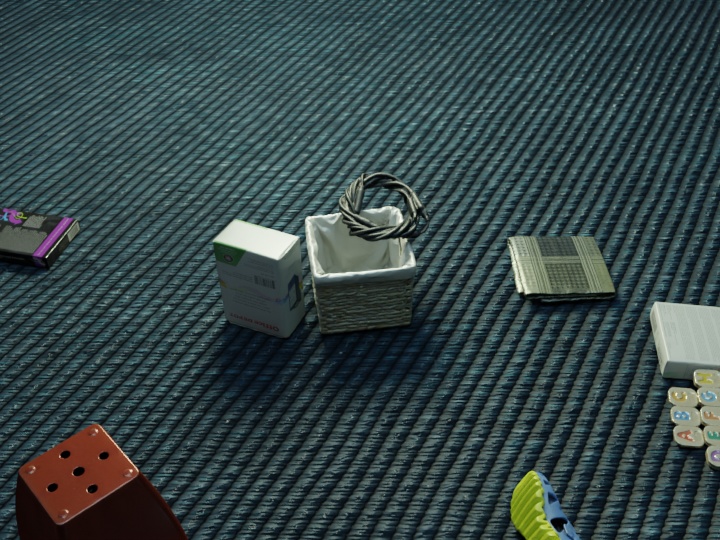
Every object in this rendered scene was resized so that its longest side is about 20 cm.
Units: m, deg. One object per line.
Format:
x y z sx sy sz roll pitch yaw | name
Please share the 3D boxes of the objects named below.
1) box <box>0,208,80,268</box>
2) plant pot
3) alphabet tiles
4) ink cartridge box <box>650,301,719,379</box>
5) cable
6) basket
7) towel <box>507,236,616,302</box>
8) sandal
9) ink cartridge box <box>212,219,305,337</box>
-0.743 -0.073 1.994 0.200 0.036 0.143 10 41 12 | box
-0.409 0.358 1.372 0.200 0.176 0.200 -31 48 -29 | plant pot
0.634 0.254 1.550 0.195 0.015 0.200 3 48 6 | alphabet tiles
0.654 0.135 1.684 0.200 0.050 0.161 6 41 2 | ink cartridge box
0.038 -0.122 1.768 0.163 0.051 0.200 -17 46 -10 | cable
0.000 0.000 1.778 0.200 0.161 0.198 -7 41 -5 | basket
0.411 -0.003 1.867 0.192 0.035 0.200 0 39 -2 | towel
0.291 0.395 1.386 0.087 0.080 0.200 22 30 -20 | sandal
-0.192 0.018 1.738 0.145 0.200 0.088 15 40 20 | ink cartridge box
